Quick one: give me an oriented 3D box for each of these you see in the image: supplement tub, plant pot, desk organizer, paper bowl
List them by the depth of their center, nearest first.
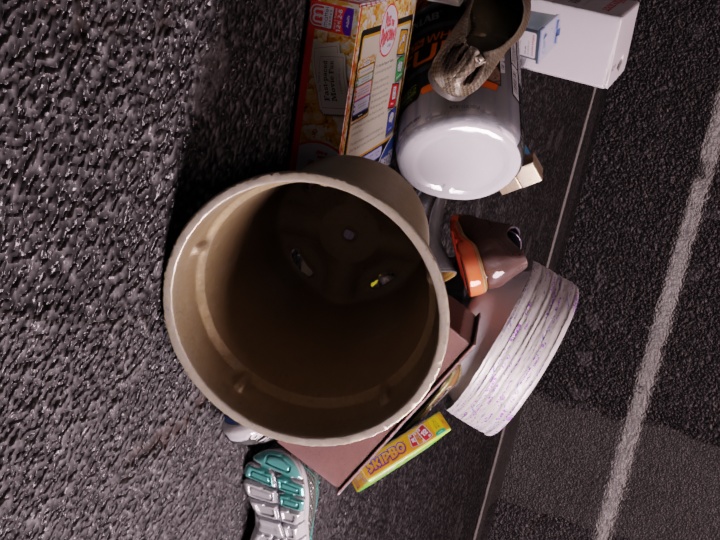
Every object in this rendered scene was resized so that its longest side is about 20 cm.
[{"bbox_3d":[-0.022,-0.001,0.805,0.184,0.200,0.201,-62,163,-67],"label":"plant pot"},{"bbox_3d":[0.015,0.100,0.969,0.200,0.077,0.072,-50,-175,22],"label":"desk organizer"},{"bbox_3d":[0.097,-0.180,1.045,0.123,0.122,0.201,81,9,-55],"label":"supplement tub"},{"bbox_3d":[0.155,0.079,1.220,0.201,0.104,0.201,-60,179,-1],"label":"paper bowl"}]

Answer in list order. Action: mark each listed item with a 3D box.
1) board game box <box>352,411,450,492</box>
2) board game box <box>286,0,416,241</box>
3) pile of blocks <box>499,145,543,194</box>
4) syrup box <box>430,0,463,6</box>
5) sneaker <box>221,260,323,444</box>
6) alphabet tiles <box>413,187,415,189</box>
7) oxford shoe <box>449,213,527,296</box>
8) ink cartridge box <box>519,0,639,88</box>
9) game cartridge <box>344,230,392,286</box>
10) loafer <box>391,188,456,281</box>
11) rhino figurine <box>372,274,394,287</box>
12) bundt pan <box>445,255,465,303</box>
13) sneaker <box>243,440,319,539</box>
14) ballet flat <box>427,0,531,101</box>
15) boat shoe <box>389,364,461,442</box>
[{"bbox_3d":[0.036,0.193,1.111,0.095,0.030,0.200,-31,167,-11],"label":"board game box"},{"bbox_3d":[-0.007,-0.144,0.931,0.151,0.046,0.201,-41,144,-63],"label":"board game box"},{"bbox_3d":[0.123,-0.134,1.139,0.082,0.200,0.062,-44,117,-19],"label":"pile of blocks"},{"bbox_3d":[0.046,-0.304,0.895,0.200,0.081,0.079,36,72,-72],"label":"syrup box"},{"bbox_3d":[-0.067,0.067,0.921,0.200,0.075,0.077,-59,136,-44],"label":"sneaker"},{"bbox_3d":[0.034,-0.006,1.266,0.167,0.006,0.200,75,35,-58],"label":"alphabet tiles"},{"bbox_3d":[0.141,-0.023,1.175,0.200,0.072,0.071,-93,168,-71],"label":"oxford shoe"},{"bbox_3d":[0.207,-0.283,1.232,0.146,0.199,0.086,-43,145,-61],"label":"ink cartridge box"},{"bbox_3d":[0.000,0.000,1.103,0.133,0.040,0.201,62,46,-59],"label":"game cartridge"},{"bbox_3d":[0.069,-0.006,1.129,0.073,0.072,0.201,29,76,-69],"label":"loafer"},{"bbox_3d":[0.022,0.068,1.025,0.060,0.087,0.201,-62,175,-66],"label":"rhino figurine"},{"bbox_3d":[0.060,0.069,1.273,0.202,0.076,0.203,16,90,-74],"label":"bundt pan"},{"bbox_3d":[-0.068,0.240,1.050,0.091,0.077,0.201,-55,157,-57],"label":"sneaker"},{"bbox_3d":[0.117,-0.227,0.976,0.200,0.067,0.046,-57,-176,-39],"label":"ballet flat"},{"bbox_3d":[0.019,0.147,1.124,0.200,0.072,0.068,-42,-177,5],"label":"boat shoe"}]
